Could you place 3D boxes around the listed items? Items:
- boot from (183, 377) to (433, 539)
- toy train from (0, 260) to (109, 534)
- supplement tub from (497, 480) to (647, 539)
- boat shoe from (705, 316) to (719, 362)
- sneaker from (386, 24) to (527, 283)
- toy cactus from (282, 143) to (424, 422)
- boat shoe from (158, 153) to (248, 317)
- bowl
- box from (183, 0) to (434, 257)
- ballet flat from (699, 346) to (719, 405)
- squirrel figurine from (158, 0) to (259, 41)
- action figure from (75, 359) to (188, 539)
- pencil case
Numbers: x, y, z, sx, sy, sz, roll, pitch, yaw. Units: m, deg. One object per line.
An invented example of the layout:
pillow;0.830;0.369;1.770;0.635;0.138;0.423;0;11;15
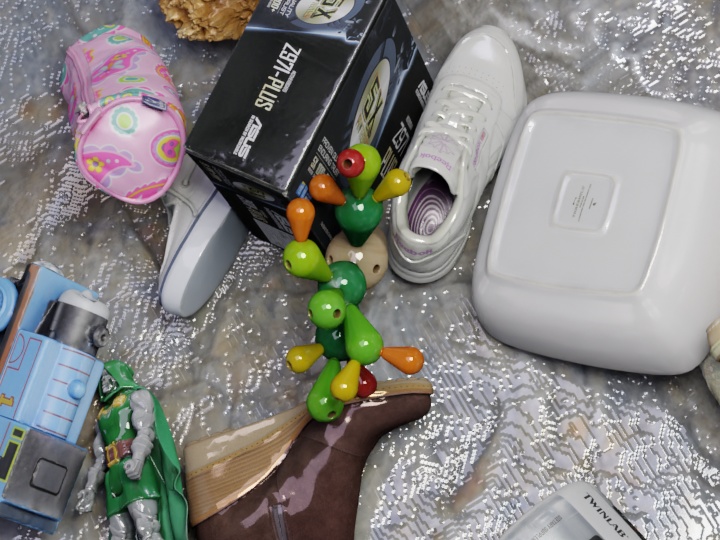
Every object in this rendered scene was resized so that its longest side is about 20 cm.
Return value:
boot;-0.021;0.177;1.558;0.199;0.072;0.168;-20;83;3
toy train;-0.248;0.093;1.593;0.114;0.087;0.201;14;79;37
supplement tub;0.176;0.251;1.454;0.122;0.123;0.200;-43;70;-4
boat shoe;0.294;-0.004;1.495;0.200;0.072;0.065;-35;84;-36
sneaker;0.074;-0.091;1.589;0.074;0.100;0.201;17;78;8
toy cactus;0.000;0.000;1.505;0.101;0.165;0.202;0;107;9
boat shoe;-0.124;-0.066;1.635;0.086;0.075;0.203;20;76;16
bowl;0.173;-0.038;1.537;0.199;0.075;0.201;10;76;33
box;-0.031;-0.109;1.562;0.086;0.200;0.165;23;79;18
ballet flat;0.261;0.028;1.547;0.062;0.067;0.202;-13;65;37
squirrel figurine;-0.070;-0.257;1.669;0.200;0.141;0.187;-44;80;11
action figure;-0.168;0.157;1.577;0.118;0.054;0.201;-35;55;37
pencil case;-0.178;-0.120;1.602;0.087;0.200;0.088;-4;112;-9
